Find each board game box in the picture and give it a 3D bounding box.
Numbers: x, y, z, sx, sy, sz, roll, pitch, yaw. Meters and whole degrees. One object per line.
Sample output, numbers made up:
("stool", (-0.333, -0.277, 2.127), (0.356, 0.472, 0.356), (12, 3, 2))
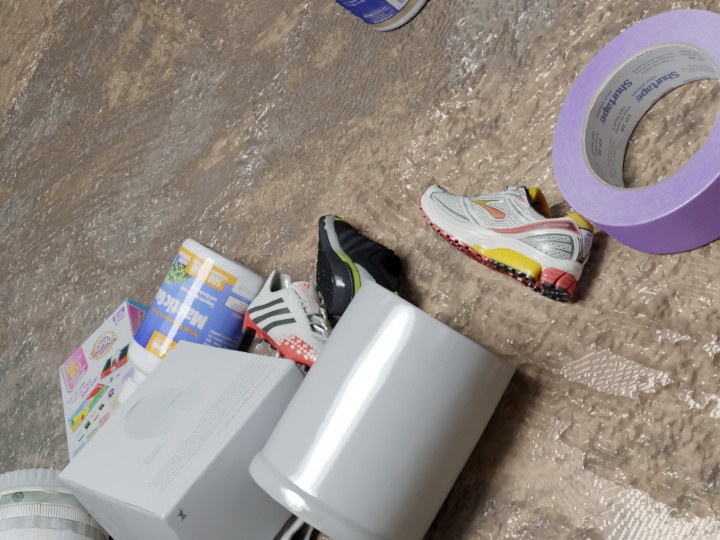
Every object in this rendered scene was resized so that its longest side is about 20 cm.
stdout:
("board game box", (-0.308, 0.157, 1.543), (0.153, 0.040, 0.201), (-42, 43, 23))

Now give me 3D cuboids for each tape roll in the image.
("tape roll", (0.262, -0.118, 1.055), (0.200, 0.065, 0.201), (-27, 50, 37))

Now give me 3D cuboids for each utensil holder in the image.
("utensil holder", (0.023, 0.132, 1.097), (0.170, 0.170, 0.201), (30, 89, 51))

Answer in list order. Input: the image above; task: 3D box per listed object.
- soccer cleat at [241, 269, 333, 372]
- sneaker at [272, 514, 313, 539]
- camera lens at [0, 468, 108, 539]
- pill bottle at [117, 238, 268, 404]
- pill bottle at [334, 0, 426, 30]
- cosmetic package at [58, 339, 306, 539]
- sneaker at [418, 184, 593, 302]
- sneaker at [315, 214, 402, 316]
("soccer cleat", (-0.059, 0.058, 1.307), (0.200, 0.068, 0.086), (27, 93, 56))
("sneaker", (-0.072, 0.319, 1.169), (0.088, 0.075, 0.201), (-26, 49, 29))
("camera lens", (-0.368, 0.347, 1.404), (0.160, 0.160, 0.201), (-31, 48, 32))
("pill bottle", (-0.195, 0.075, 1.409), (0.112, 0.112, 0.201), (26, 88, 51))
("pill bottle", (-0.017, -0.370, 1.400), (0.119, 0.200, 0.120), (-26, 51, 36))
("cosmetic package", (-0.156, 0.189, 1.241), (0.199, 0.123, 0.200), (4, 46, 50))
("sneaker", (0.136, -0.041, 1.151), (0.200, 0.078, 0.082), (28, 86, 42))
("sneaker", (0.000, 0.000, 1.285), (0.200, 0.082, 0.072), (-109, 21, -64))
